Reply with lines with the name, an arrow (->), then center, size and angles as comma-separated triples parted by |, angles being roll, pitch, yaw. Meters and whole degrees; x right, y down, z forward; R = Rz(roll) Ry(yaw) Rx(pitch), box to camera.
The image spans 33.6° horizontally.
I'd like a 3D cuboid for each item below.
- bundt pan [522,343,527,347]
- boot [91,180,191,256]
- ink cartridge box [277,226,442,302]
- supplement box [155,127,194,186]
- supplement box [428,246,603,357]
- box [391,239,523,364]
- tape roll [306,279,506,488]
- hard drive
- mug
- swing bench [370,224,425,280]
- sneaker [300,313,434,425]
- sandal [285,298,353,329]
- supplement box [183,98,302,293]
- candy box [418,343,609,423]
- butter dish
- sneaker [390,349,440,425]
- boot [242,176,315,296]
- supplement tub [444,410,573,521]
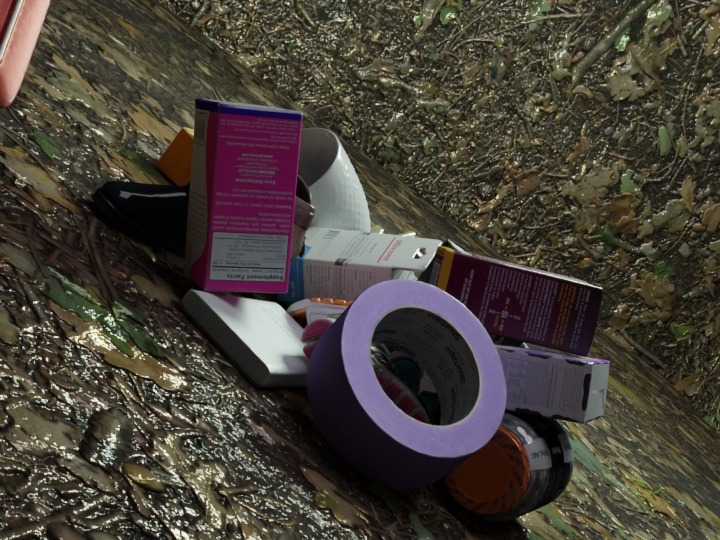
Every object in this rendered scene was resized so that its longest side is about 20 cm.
bundt pan -> 0.199, 0.114, 2.062 | 0.201, 0.076, 0.202 | 38, 11, -9
boot -> -0.197, -0.107, 1.398 | 0.199, 0.169, 0.076 | 26, 15, -47
ink cartridge box -> 0.000, 0.000, 1.558 | 0.197, 0.068, 0.116 | 6, 23, 16
supplement box -> -0.200, -0.138, 1.769 | 0.126, 0.074, 0.200 | 41, 11, 11
supplement box -> 0.183, 0.036, 1.457 | 0.197, 0.087, 0.110 | 14, 4, -2
box -> 0.118, 0.088, 1.561 | 0.159, 0.201, 0.044 | 34, 7, -17
tape roll -> 0.049, 0.117, 1.245 | 0.198, 0.085, 0.202 | 16, 54, -23
hard drive -> -0.104, 0.078, 1.326 | 0.132, 0.027, 0.200 | 43, 11, 20
mug -> -0.067, -0.104, 1.718 | 0.176, 0.146, 0.201 | 60, 6, -39
swing bench -> 0.074, 0.040, 1.805 | 0.199, 0.130, 0.200 | 43, 12, 19
sneaker -> 0.018, 0.123, 1.343 | 0.200, 0.074, 0.087 | 47, 22, -3
sandal -> -0.004, 0.076, 1.417 | 0.204, 0.060, 0.079 | 0, -28, 26
supplement box -> -0.133, -0.083, 1.328 | 0.102, 0.203, 0.101 | 3, 9, -23
candy box -> 0.186, 0.128, 1.421 | 0.197, 0.073, 0.167 | 8, -1, 20
butter dish -> -0.467, -0.280, 1.309 | 0.198, 0.147, 0.202 | 32, 54, -35
sneaker -> 0.060, 0.153, 1.457 | 0.199, 0.077, 0.080 | 24, 29, -51
boot -> -0.125, -0.063, 1.513 | 0.070, 0.147, 0.200 | 26, 15, -39
supplement tub -> 0.171, 0.224, 1.387 | 0.122, 0.123, 0.200 | 42, 11, 19
